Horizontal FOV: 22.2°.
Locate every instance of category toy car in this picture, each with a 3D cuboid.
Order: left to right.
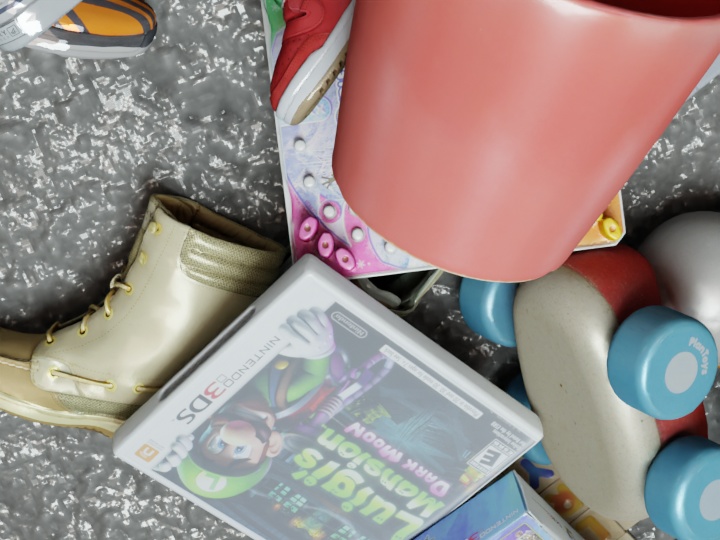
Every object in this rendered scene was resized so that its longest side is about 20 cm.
[{"bbox_3d":[0.200,0.040,1.142,0.199,0.184,0.178,-30,117,-22],"label":"toy car"}]

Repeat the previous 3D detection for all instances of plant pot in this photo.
[{"bbox_3d":[0.078,-0.105,0.953,0.198,0.201,0.179,15,122,-11],"label":"plant pot"}]

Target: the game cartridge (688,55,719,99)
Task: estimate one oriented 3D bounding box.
[{"bbox_3d":[0.194,-0.189,1.044,0.199,0.040,0.134,-39,95,-2],"label":"game cartridge"}]

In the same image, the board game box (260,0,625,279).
[{"bbox_3d":[0.048,-0.103,1.070,0.197,0.026,0.203,-7,91,-2],"label":"board game box"}]

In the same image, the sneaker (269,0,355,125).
[{"bbox_3d":[-0.030,-0.189,1.018,0.112,0.071,0.202,28,82,-7],"label":"sneaker"}]

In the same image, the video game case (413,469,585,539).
[{"bbox_3d":[0.076,0.243,1.193,0.199,0.046,0.181,-36,124,15],"label":"video game case"}]

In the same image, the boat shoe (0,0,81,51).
[{"bbox_3d":[-0.136,-0.202,0.984,0.200,0.073,0.067,-48,117,-29],"label":"boat shoe"}]

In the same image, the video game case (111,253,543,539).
[{"bbox_3d":[-0.019,0.101,1.116,0.199,0.023,0.182,35,117,-28],"label":"video game case"}]

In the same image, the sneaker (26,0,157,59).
[{"bbox_3d":[-0.197,-0.196,1.024,0.198,0.078,0.113,19,113,-13],"label":"sneaker"}]

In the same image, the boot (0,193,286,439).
[{"bbox_3d":[-0.157,0.022,1.133,0.198,0.073,0.157,17,108,-5],"label":"boot"}]

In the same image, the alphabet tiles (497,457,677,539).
[{"bbox_3d":[0.148,0.190,1.270,0.200,0.008,0.167,-40,112,13],"label":"alphabet tiles"}]

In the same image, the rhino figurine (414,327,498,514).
[{"bbox_3d":[0.034,0.108,1.179,0.087,0.060,0.201,-19,128,5],"label":"rhino figurine"}]

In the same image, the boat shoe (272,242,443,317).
[{"bbox_3d":[0.000,0.000,1.136,0.074,0.069,0.200,35,108,-18],"label":"boat shoe"}]
